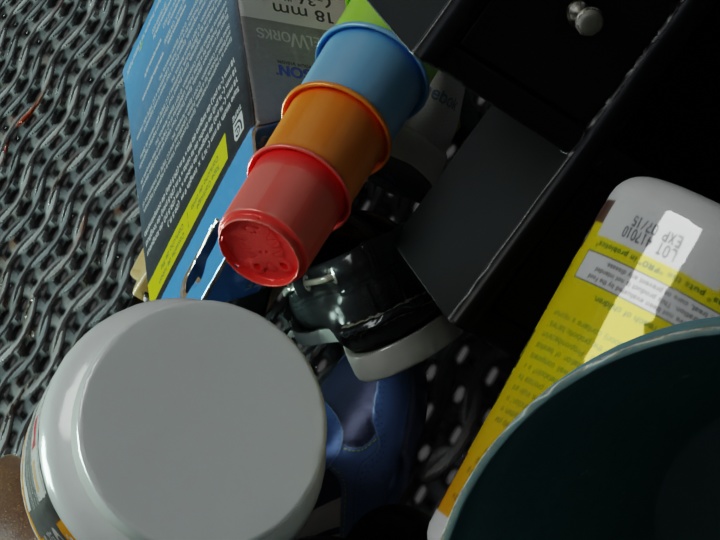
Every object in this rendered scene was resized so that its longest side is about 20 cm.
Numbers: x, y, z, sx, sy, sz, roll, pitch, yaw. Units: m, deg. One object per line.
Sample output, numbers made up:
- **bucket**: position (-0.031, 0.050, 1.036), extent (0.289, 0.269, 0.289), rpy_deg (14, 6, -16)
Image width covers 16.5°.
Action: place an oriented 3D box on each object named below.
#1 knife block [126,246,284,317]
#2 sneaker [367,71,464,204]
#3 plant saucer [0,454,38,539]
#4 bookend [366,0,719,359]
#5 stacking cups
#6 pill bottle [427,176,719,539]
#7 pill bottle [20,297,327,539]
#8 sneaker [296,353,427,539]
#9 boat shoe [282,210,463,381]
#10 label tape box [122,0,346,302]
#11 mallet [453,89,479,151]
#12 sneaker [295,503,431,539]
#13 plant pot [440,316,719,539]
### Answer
- **knife block**: position (-0.062, -0.021, 1.255), extent (0.201, 0.064, 0.176), rpy_deg (-62, 10, -3)
- **sneaker**: position (0.010, -0.091, 1.221), extent (0.087, 0.074, 0.200), rpy_deg (-61, 24, 3)
- **plant saucer**: position (-0.168, 0.191, 1.204), extent (0.200, 0.036, 0.202), rpy_deg (172, 90, -66)
- **bookend**: position (0.072, -0.058, 0.988), extent (0.199, 0.200, 0.092), rpy_deg (-53, 29, 11)
- **stacking cups**: position (-0.005, -0.076, 1.052), extent (0.060, 0.061, 0.200), rpy_deg (-28, 21, 44)
- **pill bottle**: position (0.097, 0.074, 0.921), extent (0.201, 0.109, 0.109), rpy_deg (-61, 29, -2)
- **pill bottle**: position (-0.076, 0.074, 1.009), extent (0.200, 0.116, 0.117), rpy_deg (137, 156, -76)
- **sneaker**: position (-0.044, 0.109, 1.145), extent (0.200, 0.082, 0.074), rpy_deg (-54, 28, 4)
- **boat shoe**: position (0.000, 0.000, 1.142), extent (0.075, 0.061, 0.200), rpy_deg (-28, 11, -11)
- **label tape box**: position (-0.054, -0.061, 1.156), extent (0.144, 0.063, 0.201), rpy_deg (122, 148, -45)
- **mallet**: position (0.061, -0.063, 1.182), extent (0.066, 0.041, 0.200), rpy_deg (-49, 27, 25)
- **sneaker**: position (0.004, 0.135, 0.991), extent (0.060, 0.105, 0.200), rpy_deg (-16, 34, 12)
- **plant pot**: position (0.132, 0.102, 0.793), extent (0.200, 0.200, 0.135), rpy_deg (-50, -4, 17)
